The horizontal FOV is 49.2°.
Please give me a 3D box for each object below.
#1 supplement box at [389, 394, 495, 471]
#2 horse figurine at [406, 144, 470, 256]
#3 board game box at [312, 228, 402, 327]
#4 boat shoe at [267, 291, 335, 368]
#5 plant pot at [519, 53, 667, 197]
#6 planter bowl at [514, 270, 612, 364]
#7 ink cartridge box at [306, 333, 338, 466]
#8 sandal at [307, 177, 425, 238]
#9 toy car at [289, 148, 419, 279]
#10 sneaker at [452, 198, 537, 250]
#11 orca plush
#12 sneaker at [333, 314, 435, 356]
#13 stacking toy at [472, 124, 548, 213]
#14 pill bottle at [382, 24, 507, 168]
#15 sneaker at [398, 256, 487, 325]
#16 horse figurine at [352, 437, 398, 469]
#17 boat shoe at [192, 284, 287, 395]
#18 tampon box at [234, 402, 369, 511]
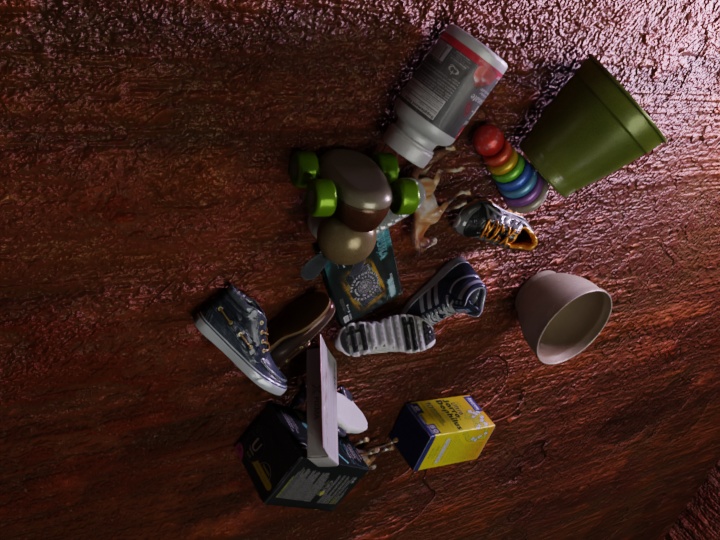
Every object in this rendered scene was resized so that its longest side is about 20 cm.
[{"bbox_3d":[0.187,0.368,1.795,0.200,0.109,0.110,0,125,-37],"label":"supplement box"},{"bbox_3d":[0.124,-0.132,1.355,0.132,0.050,0.200,-31,138,-10],"label":"horse figurine"},{"bbox_3d":[0.000,0.000,1.396,0.135,0.028,0.200,-28,137,-14],"label":"board game box"},{"bbox_3d":[-0.123,0.116,1.377,0.200,0.070,0.070,-35,132,7],"label":"boat shoe"},{"bbox_3d":[0.390,-0.236,1.372,0.193,0.200,0.200,-41,140,19],"label":"plant pot"},{"bbox_3d":[0.421,0.084,1.699,0.200,0.135,0.200,-20,135,-21],"label":"planter bowl"},{"bbox_3d":[-0.074,0.233,1.393,0.045,0.200,0.176,-5,156,6],"label":"ink cartridge box"},{"bbox_3d":[0.011,-0.095,1.299,0.202,0.050,0.083,-17,100,-7],"label":"sandal"},{"bbox_3d":[-0.025,-0.072,1.217,0.164,0.158,0.200,-3,127,-24],"label":"toy car"},{"bbox_3d":[0.258,-0.081,1.480,0.200,0.077,0.078,3,125,-37],"label":"sneaker"},{"bbox_3d":[-0.074,0.284,1.561,0.071,0.105,0.200,-25,151,32],"label":"orca plush"},{"bbox_3d":[0.044,0.126,1.488,0.200,0.075,0.081,-1,168,-19],"label":"sneaker"},{"bbox_3d":[0.259,-0.185,1.390,0.085,0.085,0.200,-44,135,5],"label":"stacking toy"},{"bbox_3d":[0.122,-0.260,1.196,0.111,0.111,0.200,20,112,-45],"label":"pill bottle"},{"bbox_3d":[0.159,0.076,1.519,0.200,0.109,0.070,-49,137,11],"label":"sneaker"},{"bbox_3d":[-0.002,0.405,1.706,0.132,0.050,0.200,-33,156,22],"label":"horse figurine"},{"bbox_3d":[-0.173,0.116,1.292,0.091,0.071,0.200,-44,109,2],"label":"boat shoe"},{"bbox_3d":[-0.116,0.370,1.542,0.200,0.150,0.126,26,108,-46],"label":"tampon box"}]
